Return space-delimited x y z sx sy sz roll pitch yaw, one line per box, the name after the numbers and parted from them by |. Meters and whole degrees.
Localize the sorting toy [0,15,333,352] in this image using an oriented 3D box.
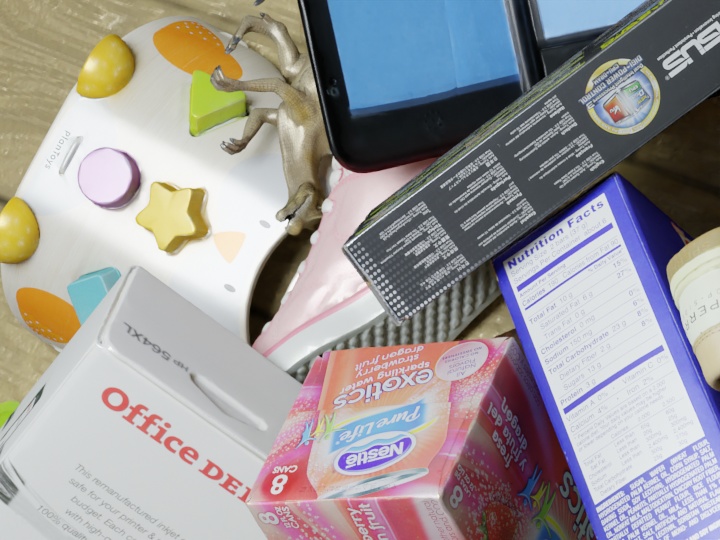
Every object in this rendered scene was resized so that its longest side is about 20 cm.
-0.083 -0.023 1.449 0.179 0.107 0.201 28 90 23 | sorting toy

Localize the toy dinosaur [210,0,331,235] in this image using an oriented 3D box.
-0.017 -0.109 1.426 0.201 0.101 0.058 -61 7 -19 | toy dinosaur

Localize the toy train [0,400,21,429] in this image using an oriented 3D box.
-0.148 0.098 1.417 0.199 0.116 0.085 -10 66 35 | toy train

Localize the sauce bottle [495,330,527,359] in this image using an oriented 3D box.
0.061 0.080 1.284 0.200 0.066 0.066 -54 49 9 | sauce bottle

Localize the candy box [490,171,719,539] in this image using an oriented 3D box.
0.150 0.082 1.154 0.077 0.169 0.201 -32 54 19 | candy box

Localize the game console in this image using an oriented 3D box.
0.066 -0.162 1.285 0.172 0.118 0.201 -9 96 38 | game console

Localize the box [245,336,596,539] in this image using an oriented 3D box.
0.047 0.133 1.178 0.102 0.201 0.095 -4 40 33 | box

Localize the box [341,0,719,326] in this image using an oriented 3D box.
0.088 -0.061 1.204 0.200 0.160 0.044 -37 93 7 | box

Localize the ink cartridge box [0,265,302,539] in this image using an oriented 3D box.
-0.114 0.120 1.328 0.200 0.146 0.084 -49 11 27 | ink cartridge box

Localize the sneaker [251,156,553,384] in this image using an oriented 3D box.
0.000 0.000 1.372 0.200 0.075 0.105 -41 50 13 | sneaker

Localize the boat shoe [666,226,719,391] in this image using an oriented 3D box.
0.211 0.040 1.109 0.074 0.199 0.067 -45 39 48 | boat shoe
